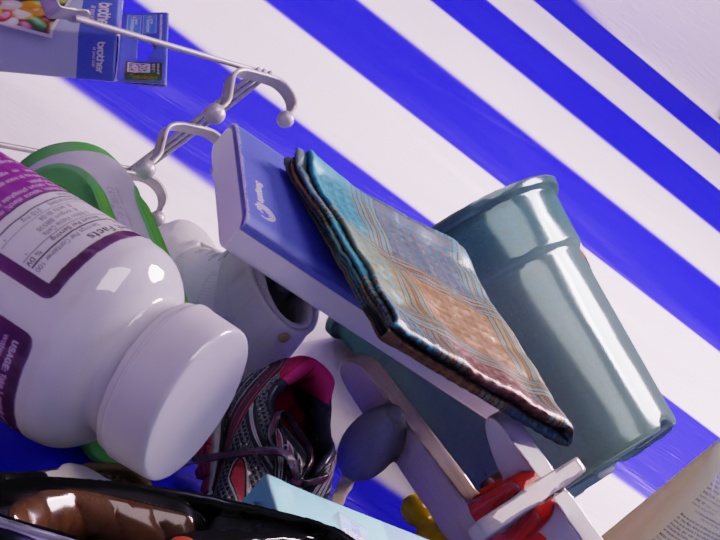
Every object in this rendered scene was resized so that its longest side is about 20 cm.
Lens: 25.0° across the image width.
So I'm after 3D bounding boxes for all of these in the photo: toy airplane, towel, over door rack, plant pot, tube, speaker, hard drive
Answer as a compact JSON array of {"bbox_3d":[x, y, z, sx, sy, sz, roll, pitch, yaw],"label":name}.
[{"bbox_3d":[0.062,0.162,0.940,0.200,0.141,0.199,44,-18,56],"label":"toy airplane"},{"bbox_3d":[0.038,0.010,0.924,0.147,0.022,0.200,30,17,-31],"label":"towel"},{"bbox_3d":[-0.158,-0.093,1.013,0.200,0.148,0.067,22,47,-41],"label":"over door rack"},{"bbox_3d":[0.109,0.069,1.159,0.196,0.200,0.200,57,24,14],"label":"plant pot"},{"bbox_3d":[0.180,0.179,1.033,0.052,0.200,0.058,49,22,10],"label":"tube"},{"bbox_3d":[-0.146,0.015,0.923,0.088,0.088,0.200,23,28,-41],"label":"speaker"},{"bbox_3d":[0.000,0.000,0.972,0.200,0.025,0.132,34,20,-23],"label":"hard drive"}]

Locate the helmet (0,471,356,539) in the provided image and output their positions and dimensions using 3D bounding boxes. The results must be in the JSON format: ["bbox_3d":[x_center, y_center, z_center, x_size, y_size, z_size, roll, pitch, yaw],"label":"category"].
[{"bbox_3d":[-0.086,0.179,0.572,0.200,0.191,0.200,9,0,0],"label":"helmet"}]

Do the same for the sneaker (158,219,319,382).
[{"bbox_3d":[-0.077,0.006,1.028,0.074,0.116,0.200,27,24,-32],"label":"sneaker"}]

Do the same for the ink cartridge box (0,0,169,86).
[{"bbox_3d":[-0.225,-0.169,1.071,0.200,0.042,0.119,6,30,-9],"label":"ink cartridge box"}]

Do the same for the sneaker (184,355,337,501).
[{"bbox_3d":[-0.050,0.130,0.867,0.081,0.075,0.200,30,38,-34],"label":"sneaker"}]

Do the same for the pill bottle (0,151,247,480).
[{"bbox_3d":[-0.158,0.017,0.793,0.200,0.112,0.112,31,17,17],"label":"pill bottle"}]

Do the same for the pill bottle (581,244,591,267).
[{"bbox_3d":[0.139,0.025,1.374,0.116,0.116,0.200,41,21,-5],"label":"pill bottle"}]

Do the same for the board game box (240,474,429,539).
[{"bbox_3d":[-0.010,0.186,0.748,0.200,0.151,0.047,27,27,-36],"label":"board game box"}]

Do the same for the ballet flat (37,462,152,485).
[{"bbox_3d":[-0.169,0.110,0.730,0.069,0.063,0.200,53,23,21],"label":"ballet flat"}]
